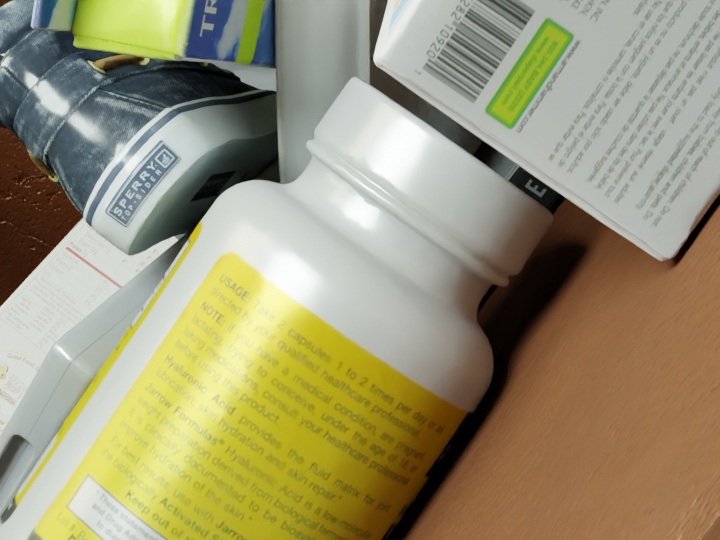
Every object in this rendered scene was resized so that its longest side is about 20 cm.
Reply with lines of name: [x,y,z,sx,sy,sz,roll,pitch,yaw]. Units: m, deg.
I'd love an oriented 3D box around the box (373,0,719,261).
box: [0.077,-0.095,0.743,0.113,0.101,0.200,-55,6,12]

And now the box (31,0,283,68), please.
box: [-0.043,-0.132,0.826,0.200,0.047,0.123,-10,-69,-72]

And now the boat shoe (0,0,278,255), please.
boat shoe: [-0.080,-0.061,0.890,0.071,0.091,0.200,-48,-5,8]

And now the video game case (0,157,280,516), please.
video game case: [-0.085,0.040,0.937,0.200,0.022,0.182,-43,-8,-48]

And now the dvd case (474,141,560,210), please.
dvd case: [0.086,-0.075,0.956,0.200,0.025,0.151,-54,6,25]

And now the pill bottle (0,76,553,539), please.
pill bottle: [-0.026,0.041,0.794,0.201,0.111,0.111,-56,6,4]

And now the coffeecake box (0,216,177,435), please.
coffeecake box: [-0.100,0.040,1.127,0.200,0.073,0.154,-48,-23,-17]

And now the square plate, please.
square plate: [0.019,-0.095,0.912,0.198,0.028,0.201,-53,-31,-51]

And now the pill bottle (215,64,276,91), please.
pill bottle: [-0.014,-0.112,1.060,0.116,0.115,0.201,-51,12,41]
